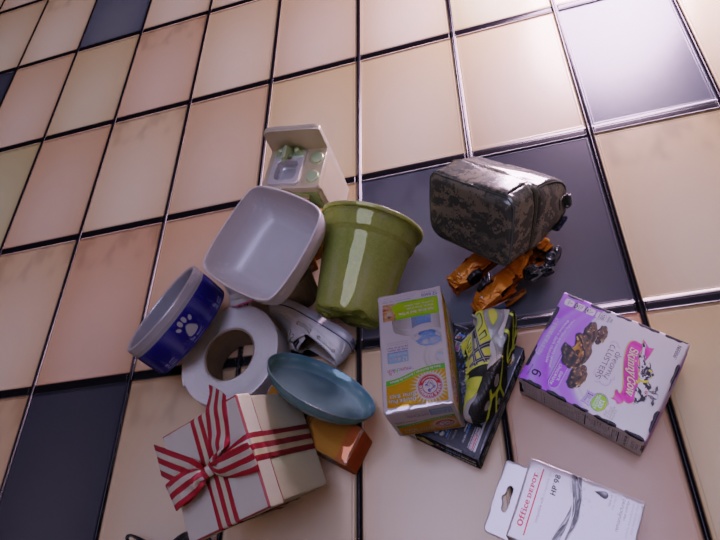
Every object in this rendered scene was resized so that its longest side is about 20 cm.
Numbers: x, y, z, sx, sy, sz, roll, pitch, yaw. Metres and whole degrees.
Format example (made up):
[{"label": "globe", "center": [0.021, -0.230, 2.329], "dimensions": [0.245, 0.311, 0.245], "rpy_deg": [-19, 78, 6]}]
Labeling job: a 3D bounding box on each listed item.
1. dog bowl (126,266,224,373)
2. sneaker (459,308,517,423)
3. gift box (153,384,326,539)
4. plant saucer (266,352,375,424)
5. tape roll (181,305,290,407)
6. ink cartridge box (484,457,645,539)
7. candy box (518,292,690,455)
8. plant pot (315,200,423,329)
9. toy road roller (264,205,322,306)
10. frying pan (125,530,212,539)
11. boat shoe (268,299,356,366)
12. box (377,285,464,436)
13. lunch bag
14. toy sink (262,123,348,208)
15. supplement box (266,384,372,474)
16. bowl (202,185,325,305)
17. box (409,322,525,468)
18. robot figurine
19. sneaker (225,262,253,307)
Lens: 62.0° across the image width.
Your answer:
[{"label": "dog bowl", "center": [-0.354, 0.094, 1.155], "dimensions": [0.200, 0.079, 0.201], "rpy_deg": [-42, 21, 20]}, {"label": "sneaker", "center": [0.191, 0.148, 0.943], "dimensions": [0.075, 0.076, 0.202], "rpy_deg": [5, 49, 29]}, {"label": "gift box", "center": [-0.192, 0.286, 0.924], "dimensions": [0.183, 0.186, 0.202], "rpy_deg": [-35, 69, 19]}, {"label": "plant saucer", "center": [-0.068, 0.199, 0.995], "dimensions": [0.198, 0.199, 0.028], "rpy_deg": [31, 102, 32]}, {"label": "tape roll", "center": [-0.233, 0.171, 1.130], "dimensions": [0.198, 0.071, 0.206], "rpy_deg": [-9, 57, 14]}, {"label": "ink cartridge box", "center": [0.279, 0.347, 0.839], "dimensions": [0.197, 0.067, 0.117], "rpy_deg": [15, 66, 27]}, {"label": "candy box", "center": [0.372, 0.153, 0.926], "dimensions": [0.198, 0.072, 0.169], "rpy_deg": [25, 69, 31]}, {"label": "plant pot", "center": [0.000, 0.000, 1.098], "dimensions": [0.197, 0.200, 0.188], "rpy_deg": [8, 72, 23]}, {"label": "toy road roller", "center": [-0.115, -0.040, 1.192], "dimensions": [0.144, 0.124, 0.201], "rpy_deg": [-26, 53, -6]}, {"label": "frying pan", "center": [-0.311, 0.490, 0.980], "dimensions": [0.186, 0.031, 0.117], "rpy_deg": [-11, 56, 17]}, {"label": "boat shoe", "center": [-0.104, 0.118, 1.119], "dimensions": [0.198, 0.072, 0.070], "rpy_deg": [26, 60, 24]}, {"label": "box", "center": [0.095, 0.144, 0.954], "dimensions": [0.110, 0.102, 0.203], "rpy_deg": [-11, 55, 14]}, {"label": "lunch bag", "center": [0.240, -0.119, 1.039], "dimensions": [0.166, 0.142, 0.198], "rpy_deg": [-31, 40, -30]}, {"label": "toy sink", "center": [-0.119, -0.185, 1.236], "dimensions": [0.128, 0.201, 0.114], "rpy_deg": [0, 58, 18]}, {"label": "supplement box", "center": [-0.082, 0.268, 1.019], "dimensions": [0.197, 0.069, 0.067], "rpy_deg": [20, 66, 27]}, {"label": "bowl", "center": [-0.162, -0.039, 1.075], "dimensions": [0.198, 0.075, 0.202], "rpy_deg": [22, 75, 34]}, {"label": "box", "center": [0.163, 0.195, 0.989], "dimensions": [0.157, 0.046, 0.202], "rpy_deg": [17, 66, 28]}, {"label": "robot figurine", "center": [0.260, -0.009, 1.077], "dimensions": [0.199, 0.058, 0.145], "rpy_deg": [-37, 55, -5]}, {"label": "sneaker", "center": [-0.237, -0.013, 1.209], "dimensions": [0.080, 0.090, 0.201], "rpy_deg": [-18, 26, -1]}]
